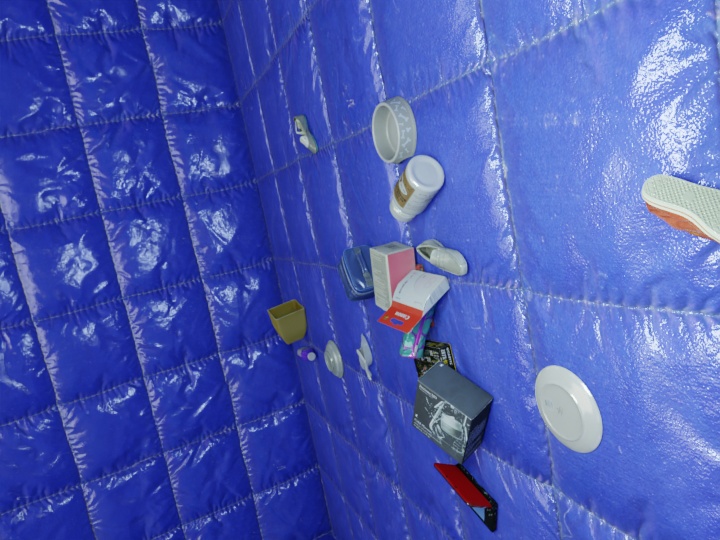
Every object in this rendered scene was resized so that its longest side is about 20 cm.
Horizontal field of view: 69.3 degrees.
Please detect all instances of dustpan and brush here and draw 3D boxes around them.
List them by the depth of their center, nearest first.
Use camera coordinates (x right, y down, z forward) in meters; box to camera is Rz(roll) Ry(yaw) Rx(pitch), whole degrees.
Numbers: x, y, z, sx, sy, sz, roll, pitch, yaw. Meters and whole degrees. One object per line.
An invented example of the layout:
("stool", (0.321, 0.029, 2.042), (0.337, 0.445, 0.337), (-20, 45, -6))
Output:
("dustpan and brush", (0.022, 0.394, 2.266), (0.201, 0.056, 0.142), (54, 150, 42))

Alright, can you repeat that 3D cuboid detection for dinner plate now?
("dinner plate", (0.467, 0.320, 1.196), (0.199, 0.024, 0.206), (166, 91, -69))

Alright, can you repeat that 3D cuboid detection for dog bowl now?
("dog bowl", (0.097, -0.423, 1.589), (0.200, 0.057, 0.205), (48, 146, 48))

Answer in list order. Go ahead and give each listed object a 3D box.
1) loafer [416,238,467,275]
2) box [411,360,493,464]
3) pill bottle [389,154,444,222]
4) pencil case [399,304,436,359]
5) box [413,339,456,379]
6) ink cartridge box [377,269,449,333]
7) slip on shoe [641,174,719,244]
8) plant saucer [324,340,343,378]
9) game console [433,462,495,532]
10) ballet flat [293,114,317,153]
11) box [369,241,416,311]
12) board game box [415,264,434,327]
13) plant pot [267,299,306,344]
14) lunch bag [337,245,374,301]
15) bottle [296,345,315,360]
("loafer", (0.231, -0.033, 1.487), (0.199, 0.068, 0.072), (37, 137, 57))
("box", (0.267, 0.417, 1.540), (0.198, 0.123, 0.201), (30, 132, 35))
("pill bottle", (0.154, -0.227, 1.497), (0.117, 0.112, 0.201), (68, 157, 17))
("pencil case", (0.183, 0.179, 1.647), (0.093, 0.083, 0.206), (-116, 36, -70))
("box", (0.242, 0.315, 1.704), (0.199, 0.048, 0.164), (-8, 98, 68))
("ink cartridge box", (0.152, 0.086, 1.567), (0.161, 0.199, 0.058), (14, 138, 56))
("slip on shoe", (0.519, -0.080, 0.783), (0.200, 0.074, 0.061), (43, 176, 44))
("plant saucer", (-0.149, 0.472, 2.743), (0.200, 0.049, 0.205), (49, 147, 48))
("game console", (0.328, 0.718, 1.650), (0.199, 0.116, 0.177), (-143, 43, -57))
("ballet flat", (-0.250, -0.600, 2.313), (0.204, 0.062, 0.068), (68, 157, 17))
("box", (0.112, 0.022, 1.711), (0.127, 0.106, 0.206), (26, 127, 61))
("board game box", (0.192, 0.080, 1.718), (0.102, 0.019, 0.206), (-175, 72, -68))
("plant pot", (-0.433, 0.325, 3.173), (0.195, 0.190, 0.205), (29, 135, 60))
("lunch bag", (0.000, 0.000, 1.982), (0.133, 0.132, 0.204), (121, 131, -60))
("bottle", (-0.322, 0.502, 3.137), (0.199, 0.081, 0.067), (-178, 74, -68))
